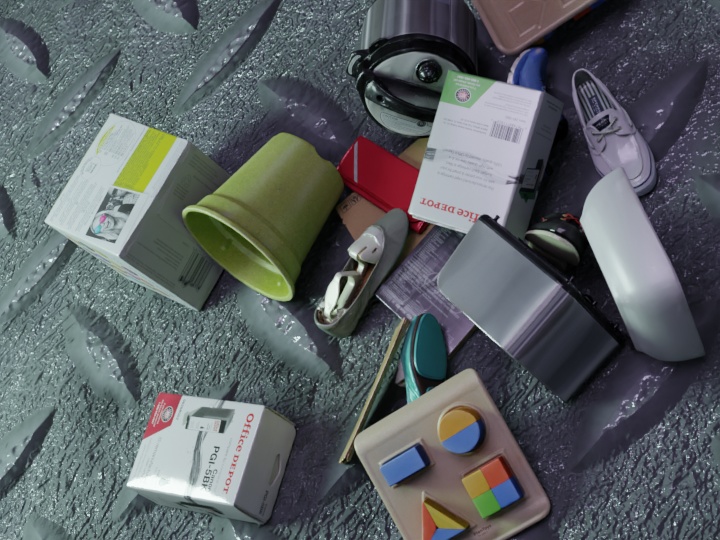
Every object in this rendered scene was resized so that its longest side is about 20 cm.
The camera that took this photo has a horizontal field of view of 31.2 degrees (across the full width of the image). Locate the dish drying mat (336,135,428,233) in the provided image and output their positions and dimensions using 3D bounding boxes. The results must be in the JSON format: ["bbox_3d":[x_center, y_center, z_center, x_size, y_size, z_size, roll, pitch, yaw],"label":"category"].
[{"bbox_3d":[0.041,-0.126,1.847,0.077,0.018,0.200,-51,49,-3],"label":"dish drying mat"}]

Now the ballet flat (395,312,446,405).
[{"bbox_3d":[0.076,0.153,1.660,0.070,0.067,0.202,-31,54,37],"label":"ballet flat"}]

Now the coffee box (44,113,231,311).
[{"bbox_3d":[-0.315,-0.089,1.966,0.197,0.200,0.201,21,77,39],"label":"coffee box"}]

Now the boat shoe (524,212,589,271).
[{"bbox_3d":[0.248,-0.043,1.589,0.073,0.201,0.063,34,90,7],"label":"boat shoe"}]

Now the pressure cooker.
[{"bbox_3d":[0.079,-0.288,1.821,0.174,0.179,0.201,-16,44,19],"label":"pressure cooker"}]

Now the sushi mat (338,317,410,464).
[{"bbox_3d":[0.017,0.160,1.684,0.012,0.096,0.202,24,79,-1],"label":"sushi mat"}]

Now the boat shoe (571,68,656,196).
[{"bbox_3d":[0.322,-0.183,1.695,0.073,0.067,0.201,-34,51,12],"label":"boat shoe"}]

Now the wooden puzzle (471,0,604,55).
[{"bbox_3d":[0.267,-0.402,1.853,0.199,0.046,0.186,-29,45,10],"label":"wooden puzzle"}]

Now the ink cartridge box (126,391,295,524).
[{"bbox_3d":[-0.206,0.256,1.777,0.198,0.083,0.148,2,65,34],"label":"ink cartridge box"}]

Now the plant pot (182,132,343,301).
[{"bbox_3d":[-0.125,-0.090,1.870,0.199,0.201,0.185,21,65,39],"label":"plant pot"}]

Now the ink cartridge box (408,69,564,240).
[{"bbox_3d":[0.164,-0.146,1.693,0.145,0.084,0.202,19,95,30],"label":"ink cartridge box"}]

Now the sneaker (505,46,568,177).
[{"bbox_3d":[0.246,-0.212,1.765,0.088,0.078,0.202,-1,72,24],"label":"sneaker"}]

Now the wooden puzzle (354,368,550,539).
[{"bbox_3d":[0.106,0.248,1.561,0.184,0.046,0.201,-32,77,14],"label":"wooden puzzle"}]

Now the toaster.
[{"bbox_3d":[0.212,0.051,1.564,0.119,0.181,0.200,-49,49,3],"label":"toaster"}]

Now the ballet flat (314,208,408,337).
[{"bbox_3d":[0.000,0.000,1.777,0.067,0.063,0.201,34,98,44],"label":"ballet flat"}]

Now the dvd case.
[{"bbox_3d":[0.133,0.002,1.734,0.200,0.016,0.149,-49,58,1],"label":"dvd case"}]

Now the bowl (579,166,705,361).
[{"bbox_3d":[0.321,0.002,1.499,0.074,0.200,0.201,-23,55,10],"label":"bowl"}]

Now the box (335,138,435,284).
[{"bbox_3d":[0.073,-0.096,1.836,0.199,0.021,0.164,-38,50,9],"label":"box"}]
